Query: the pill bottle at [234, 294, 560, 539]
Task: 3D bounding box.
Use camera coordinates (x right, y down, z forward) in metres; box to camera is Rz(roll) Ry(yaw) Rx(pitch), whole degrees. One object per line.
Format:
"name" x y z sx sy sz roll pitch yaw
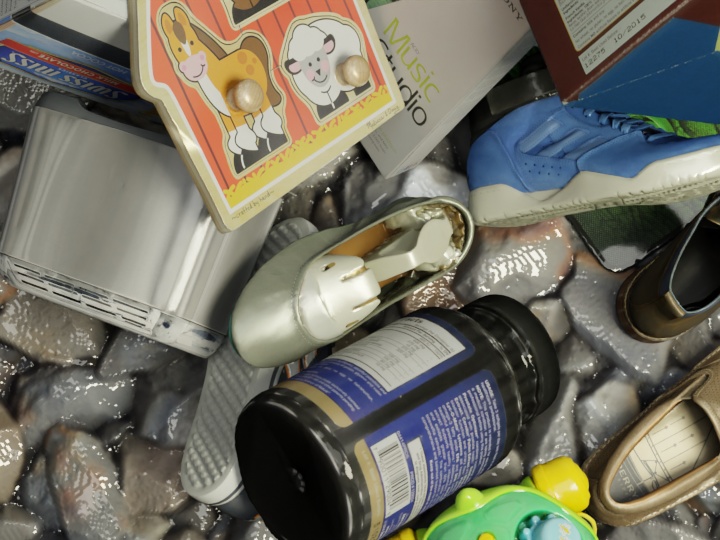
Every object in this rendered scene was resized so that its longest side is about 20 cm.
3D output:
"pill bottle" 0.029 0.090 1.042 0.199 0.112 0.112 -26 80 -36

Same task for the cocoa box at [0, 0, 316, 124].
"cocoa box" -0.137 -0.184 1.060 0.199 0.131 0.135 17 69 -40

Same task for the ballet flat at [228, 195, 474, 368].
"ballet flat" 0.000 0.000 1.065 0.199 0.063 0.068 -32 107 -42

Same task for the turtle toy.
"turtle toy" 0.106 0.221 1.046 0.145 0.101 0.201 -26 108 2

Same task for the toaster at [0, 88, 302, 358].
"toaster" -0.139 -0.026 1.085 0.198 0.114 0.130 18 86 21

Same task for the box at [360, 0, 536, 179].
"box" 0.034 -0.169 1.082 0.036 0.200 0.145 -27 79 -39

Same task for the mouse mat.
"mouse mat" 0.181 -0.119 1.161 0.160 0.008 0.201 -35 81 -5

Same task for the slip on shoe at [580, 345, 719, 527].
"slip on shoe" 0.230 0.097 1.097 0.199 0.061 0.076 -31 82 -4

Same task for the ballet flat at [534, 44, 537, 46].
"ballet flat" 0.093 -0.195 1.083 0.072 0.068 0.200 -38 95 24

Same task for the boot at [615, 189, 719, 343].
"boot" 0.257 -0.027 1.097 0.200 0.097 0.075 -45 89 -6

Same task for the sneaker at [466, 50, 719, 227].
"sneaker" 0.152 -0.096 1.084 0.199 0.076 0.113 -9 83 41

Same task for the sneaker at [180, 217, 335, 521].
"sneaker" -0.054 0.068 1.102 0.079 0.078 0.202 34 63 -37

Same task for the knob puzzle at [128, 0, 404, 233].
"knob puzzle" -0.060 -0.153 1.011 0.218 0.030 0.222 6 81 -41

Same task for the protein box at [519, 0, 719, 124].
"protein box" 0.190 -0.210 0.997 0.197 0.135 0.202 1 61 -43
